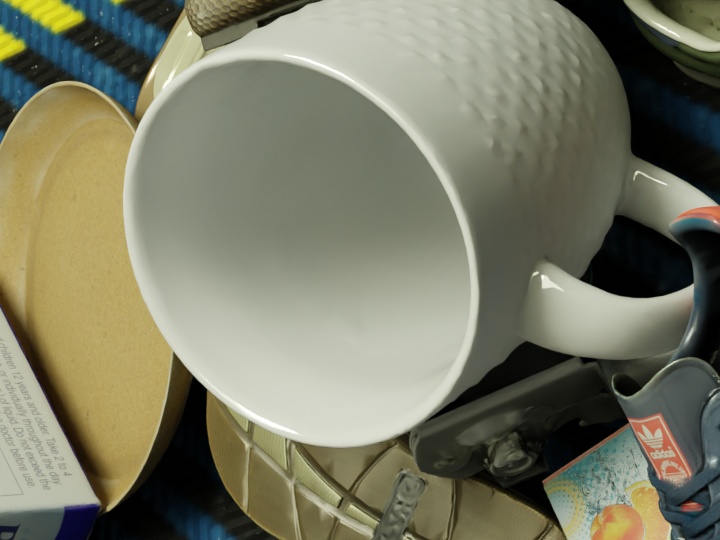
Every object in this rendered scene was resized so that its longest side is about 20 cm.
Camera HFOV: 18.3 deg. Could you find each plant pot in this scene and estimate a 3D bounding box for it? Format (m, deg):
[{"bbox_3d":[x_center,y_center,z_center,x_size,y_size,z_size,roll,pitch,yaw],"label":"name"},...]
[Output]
[{"bbox_3d":[-0.124,0.014,1.028,0.200,0.027,0.201,2,92,55],"label":"plant pot"}]

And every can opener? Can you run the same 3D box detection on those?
[{"bbox_3d":[0.105,0.024,0.850,0.200,0.053,0.067,-25,57,10],"label":"can opener"}]

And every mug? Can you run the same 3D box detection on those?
[{"bbox_3d":[0.043,-0.026,0.821,0.200,0.175,0.148,25,123,23],"label":"mug"}]

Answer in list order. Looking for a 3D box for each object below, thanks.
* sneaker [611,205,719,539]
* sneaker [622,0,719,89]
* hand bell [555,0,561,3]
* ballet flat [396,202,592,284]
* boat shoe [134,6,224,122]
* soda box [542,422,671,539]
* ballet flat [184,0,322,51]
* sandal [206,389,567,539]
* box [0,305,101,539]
[{"bbox_3d":[0.119,0.073,0.726,0.075,0.084,0.201,-20,60,59],"label":"sneaker"},{"bbox_3d":[0.179,-0.093,0.840,0.200,0.090,0.067,17,82,40],"label":"sneaker"},{"bbox_3d":[0.007,-0.179,0.932,0.200,0.104,0.104,34,95,4],"label":"hand bell"},{"bbox_3d":[0.000,0.000,0.955,0.200,0.073,0.073,0,73,37],"label":"ballet flat"},{"bbox_3d":[-0.034,-0.138,1.041,0.065,0.072,0.200,26,76,5],"label":"boat shoe"},{"bbox_3d":[0.169,0.056,0.805,0.200,0.068,0.064,-36,56,20],"label":"soda box"},{"bbox_3d":[0.001,-0.134,0.877,0.200,0.067,0.046,-16,96,44],"label":"ballet flat"},{"bbox_3d":[0.015,0.091,0.924,0.200,0.054,0.080,31,99,26],"label":"sandal"},{"bbox_3d":[-0.250,0.082,1.013,0.184,0.200,0.105,57,134,37],"label":"box"}]
